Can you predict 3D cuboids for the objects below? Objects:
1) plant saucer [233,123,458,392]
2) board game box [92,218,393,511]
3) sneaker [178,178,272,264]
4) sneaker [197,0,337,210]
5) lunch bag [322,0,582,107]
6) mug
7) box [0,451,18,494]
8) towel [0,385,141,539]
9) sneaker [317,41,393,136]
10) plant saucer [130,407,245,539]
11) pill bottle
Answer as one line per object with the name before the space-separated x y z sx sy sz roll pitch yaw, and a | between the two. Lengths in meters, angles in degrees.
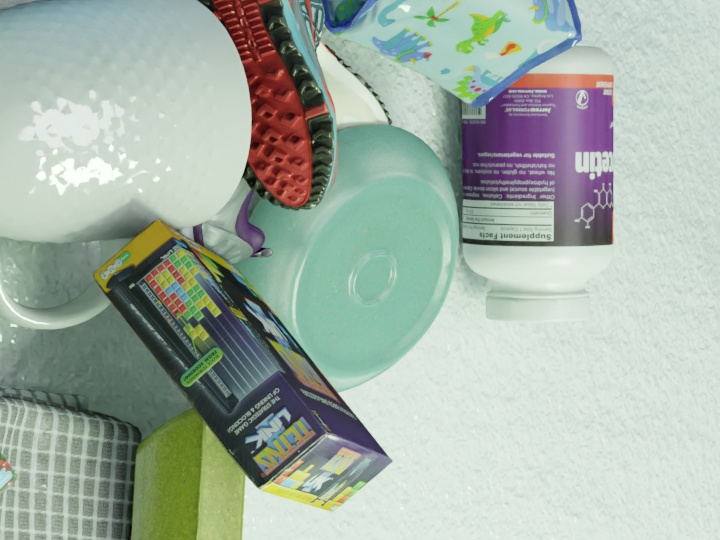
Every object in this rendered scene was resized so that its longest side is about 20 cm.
plant saucer | 0.000 0.000 1.760 0.200 0.036 0.200 -20 123 -35
board game box | -0.067 0.061 1.560 0.057 0.165 0.200 -41 166 3
sneaker | -0.104 -0.093 1.651 0.088 0.074 0.200 -16 113 -32
sneaker | -0.045 -0.139 1.621 0.096 0.079 0.200 -33 113 -59
lunch bag | 0.042 -0.236 1.782 0.170 0.127 0.200 23 46 -47
mug | -0.179 -0.063 1.528 0.175 0.148 0.200 -10 109 -43
box | -0.295 0.121 1.382 0.200 0.039 0.137 -43 120 -27
towel | -0.212 0.167 1.541 0.166 0.086 0.200 13 82 -49
sneaker | -0.059 -0.122 1.727 0.093 0.070 0.200 -48 133 -9
plant saucer | -0.111 0.179 1.628 0.200 0.048 0.200 14 79 -85
pill bottle | 0.131 -0.064 1.893 0.112 0.112 0.200 -5 95 -48
